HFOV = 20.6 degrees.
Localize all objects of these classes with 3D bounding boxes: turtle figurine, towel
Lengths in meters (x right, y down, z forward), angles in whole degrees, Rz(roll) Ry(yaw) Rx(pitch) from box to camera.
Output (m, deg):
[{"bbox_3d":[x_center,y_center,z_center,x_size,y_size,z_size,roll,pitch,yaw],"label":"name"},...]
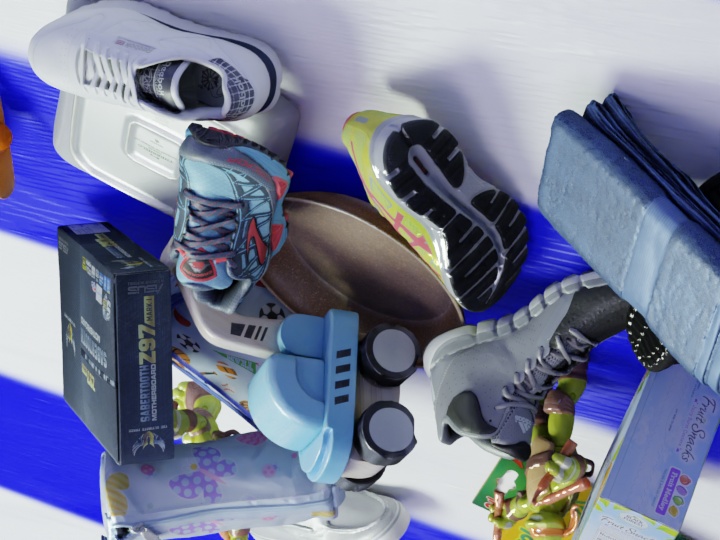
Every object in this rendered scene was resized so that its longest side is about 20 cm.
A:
[{"bbox_3d":[0.149,0.142,1.521,0.064,0.162,0.200,9,154,-10],"label":"turtle figurine"},{"bbox_3d":[-0.132,0.158,1.742,0.064,0.161,0.200,-26,116,1],"label":"turtle figurine"},{"bbox_3d":[0.197,-0.017,1.298,0.200,0.048,0.112,49,149,28],"label":"towel"}]

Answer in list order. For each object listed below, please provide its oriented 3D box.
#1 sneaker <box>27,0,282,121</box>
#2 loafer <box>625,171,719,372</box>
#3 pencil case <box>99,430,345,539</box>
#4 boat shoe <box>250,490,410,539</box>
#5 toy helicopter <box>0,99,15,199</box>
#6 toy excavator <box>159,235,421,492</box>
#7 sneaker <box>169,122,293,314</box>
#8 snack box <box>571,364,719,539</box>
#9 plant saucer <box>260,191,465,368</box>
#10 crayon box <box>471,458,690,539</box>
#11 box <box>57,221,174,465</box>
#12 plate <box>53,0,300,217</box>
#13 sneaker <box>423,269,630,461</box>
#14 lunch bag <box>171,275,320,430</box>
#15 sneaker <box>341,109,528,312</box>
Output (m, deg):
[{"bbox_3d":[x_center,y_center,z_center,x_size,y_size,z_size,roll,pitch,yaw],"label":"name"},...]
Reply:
[{"bbox_3d":[-0.159,-0.147,1.433,0.200,0.080,0.077,8,113,21],"label":"sneaker"},{"bbox_3d":[0.250,-0.007,1.348,0.200,0.071,0.073,-57,48,49],"label":"loafer"},{"bbox_3d":[-0.116,0.176,1.620,0.091,0.199,0.083,-136,39,-74],"label":"pencil case"},{"bbox_3d":[-0.041,0.223,1.868,0.200,0.072,0.069,3,139,48],"label":"boat shoe"},{"bbox_3d":[-0.339,-0.135,1.613,0.132,0.079,0.200,22,142,11],"label":"toy helicopter"},{"bbox_3d":[-0.061,0.066,1.558,0.200,0.195,0.100,9,157,-17],"label":"toy excavator"},{"bbox_3d":[-0.097,-0.030,1.446,0.079,0.096,0.200,18,157,14],"label":"sneaker"},{"bbox_3d":[0.212,0.163,1.494,0.068,0.169,0.200,22,147,8],"label":"snack box"},{"bbox_3d":[0.000,0.000,1.552,0.200,0.037,0.201,24,151,14],"label":"plant saucer"},{"bbox_3d":[0.191,0.241,1.720,0.200,0.051,0.127,28,147,4],"label":"crayon box"},{"bbox_3d":[-0.203,0.056,1.630,0.200,0.051,0.158,-148,55,-65],"label":"box"},{"bbox_3d":[-0.154,-0.104,1.550,0.199,0.032,0.200,27,146,5],"label":"plate"},{"bbox_3d":[0.135,0.081,1.458,0.200,0.116,0.075,-26,139,33],"label":"sneaker"},{"bbox_3d":[-0.086,0.075,1.695,0.200,0.076,0.160,41,147,-13],"label":"lunch bag"},{"bbox_3d":[0.052,-0.050,1.438,0.090,0.078,0.200,29,159,47],"label":"sneaker"}]
